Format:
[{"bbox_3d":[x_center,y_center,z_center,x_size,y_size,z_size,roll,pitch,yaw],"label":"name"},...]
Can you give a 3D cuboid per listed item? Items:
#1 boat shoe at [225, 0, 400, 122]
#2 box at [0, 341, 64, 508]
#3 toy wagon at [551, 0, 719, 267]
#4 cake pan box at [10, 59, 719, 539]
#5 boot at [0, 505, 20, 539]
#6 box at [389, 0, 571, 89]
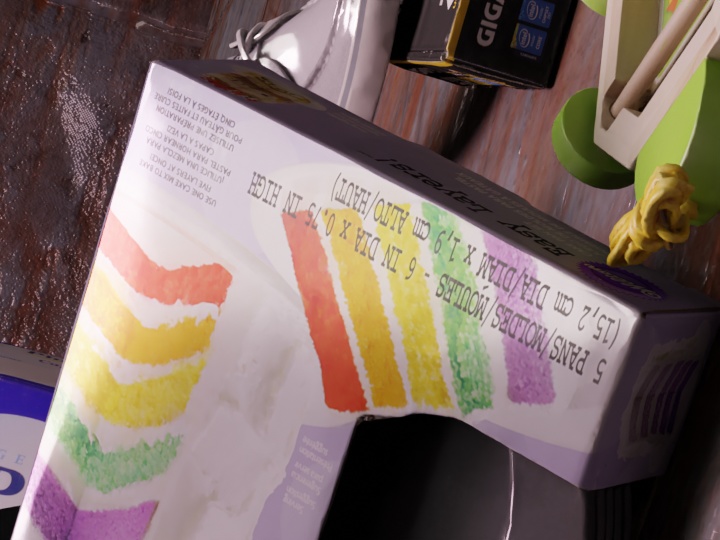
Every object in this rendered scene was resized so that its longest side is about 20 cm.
[{"bbox_3d":[-0.032,-0.083,1.025,0.200,0.068,0.072,125,157,-63],"label":"boat shoe"},{"bbox_3d":[-0.158,0.164,1.292,0.105,0.183,0.201,-129,55,-80],"label":"box"},{"bbox_3d":[0.099,-0.084,0.629,0.155,0.039,0.201,118,164,-55],"label":"toy wagon"},{"bbox_3d":[-0.006,0.057,0.650,0.199,0.052,0.185,30,110,34],"label":"cake pan box"},{"bbox_3d":[-0.110,0.098,1.108,0.073,0.197,0.164,-111,32,-70],"label":"boot"},{"bbox_3d":[0.068,-0.178,0.941,0.160,0.049,0.201,-146,72,-79],"label":"box"}]
